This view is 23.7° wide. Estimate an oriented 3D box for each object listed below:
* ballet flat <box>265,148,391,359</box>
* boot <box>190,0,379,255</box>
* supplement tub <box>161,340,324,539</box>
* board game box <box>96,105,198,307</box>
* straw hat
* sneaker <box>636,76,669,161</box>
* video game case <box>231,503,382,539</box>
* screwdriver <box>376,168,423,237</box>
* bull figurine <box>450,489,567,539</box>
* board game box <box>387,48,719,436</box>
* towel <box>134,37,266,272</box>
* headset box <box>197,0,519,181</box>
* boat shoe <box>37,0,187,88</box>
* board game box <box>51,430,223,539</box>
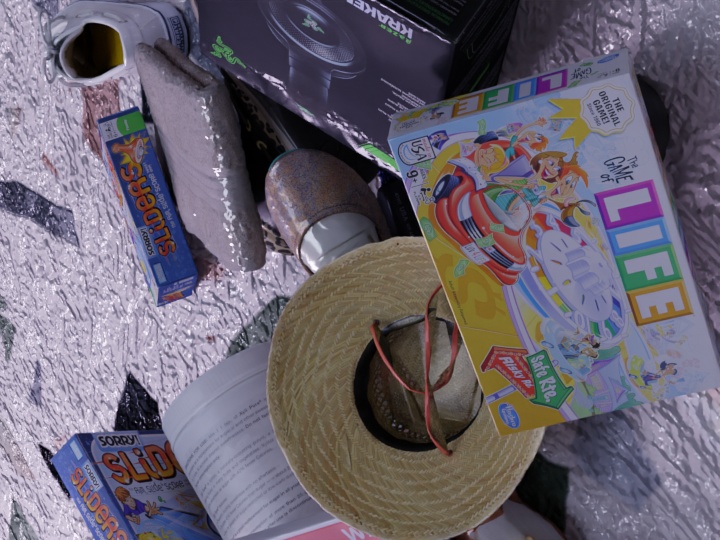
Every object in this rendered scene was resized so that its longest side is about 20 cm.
[{"bbox_3d":[0.000,0.000,1.135,0.200,0.068,0.067,56,-175,-44],"label":"ballet flat"},{"bbox_3d":[-0.070,-0.113,1.212,0.200,0.073,0.151,54,154,10],"label":"boot"},{"bbox_3d":[-0.047,0.167,1.279,0.200,0.132,0.132,57,143,19],"label":"supplement tub"},{"bbox_3d":[-0.169,-0.045,1.361,0.200,0.034,0.136,139,111,-81],"label":"board game box"},{"bbox_3d":[0.046,0.070,1.095,0.200,0.085,0.202,4,99,26],"label":"straw hat"},{"bbox_3d":[0.112,-0.030,1.015,0.075,0.079,0.201,47,140,31],"label":"sneaker"},{"bbox_3d":[0.011,0.250,1.168,0.143,0.017,0.200,-22,108,33],"label":"video game case"},{"bbox_3d":[0.004,-0.095,1.180,0.029,0.028,0.201,-29,78,26],"label":"screwdriver"},{"bbox_3d":[0.096,0.175,1.133,0.200,0.065,0.122,42,154,30],"label":"bull figurine"},{"bbox_3d":[0.111,-0.010,0.947,0.134,0.034,0.201,-15,117,15],"label":"board game box"},{"bbox_3d":[-0.116,-0.085,1.204,0.200,0.034,0.133,-140,34,-65],"label":"towel"},{"bbox_3d":[-0.004,-0.158,1.002,0.174,0.093,0.200,33,160,9],"label":"headset box"},{"bbox_3d":[-0.228,-0.181,1.406,0.202,0.086,0.075,11,114,51],"label":"boat shoe"},{"bbox_3d":[-0.132,0.187,1.338,0.034,0.200,0.136,-46,64,24],"label":"board game box"}]
